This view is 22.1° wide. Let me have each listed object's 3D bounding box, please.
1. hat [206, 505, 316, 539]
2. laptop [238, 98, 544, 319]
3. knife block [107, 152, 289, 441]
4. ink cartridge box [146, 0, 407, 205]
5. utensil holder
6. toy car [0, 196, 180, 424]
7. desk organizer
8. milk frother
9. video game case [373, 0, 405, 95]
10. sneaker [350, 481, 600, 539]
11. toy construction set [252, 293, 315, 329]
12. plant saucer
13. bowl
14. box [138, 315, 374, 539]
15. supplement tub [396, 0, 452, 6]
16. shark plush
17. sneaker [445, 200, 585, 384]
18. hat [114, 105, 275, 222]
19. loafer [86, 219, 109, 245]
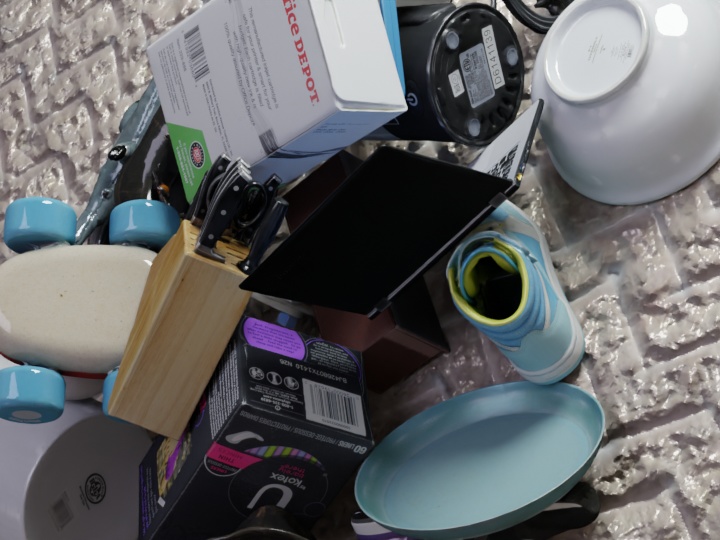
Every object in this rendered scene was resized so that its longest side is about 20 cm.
[{"bbox_3d":[-0.068,0.241,1.463,0.200,0.201,0.081,-27,39,28],"label":"hat"},{"bbox_3d":[0.028,-0.060,1.432,0.187,0.116,0.200,-42,15,36],"label":"laptop"},{"bbox_3d":[-0.122,0.014,1.440,0.176,0.064,0.201,-41,30,60],"label":"knife block"},{"bbox_3d":[-0.070,-0.156,1.490,0.200,0.084,0.146,-27,74,43],"label":"ink cartridge box"},{"bbox_3d":[-0.308,0.179,1.703,0.200,0.170,0.170,16,81,41],"label":"utensil holder"},{"bbox_3d":[-0.233,0.058,1.609,0.176,0.200,0.185,1,69,-4],"label":"toy car"},{"bbox_3d":[0.000,0.000,1.590,0.077,0.072,0.200,-37,51,25],"label":"desk organizer"},{"bbox_3d":[0.061,-0.199,1.581,0.188,0.200,0.181,6,101,45],"label":"milk frother"},{"bbox_3d":[-0.045,-0.197,1.537,0.200,0.018,0.144,-9,87,45],"label":"video game case"},{"bbox_3d":[0.096,0.213,1.425,0.199,0.076,0.088,-11,96,25],"label":"sneaker"},{"bbox_3d":[-0.117,0.072,1.640,0.200,0.092,0.131,-54,31,0],"label":"toy construction set"},{"bbox_3d":[0.093,0.148,1.403,0.200,0.027,0.200,-19,22,8],"label":"plant saucer"},{"bbox_3d":[0.209,-0.160,1.474,0.201,0.090,0.202,-18,60,34],"label":"bowl"},{"bbox_3d":[-0.089,0.152,1.506,0.200,0.122,0.106,-56,27,34],"label":"box"},{"bbox_3d":[0.010,-0.316,1.692,0.122,0.122,0.200,-30,54,26],"label":"supplement tub"},{"bbox_3d":[-0.229,-0.107,1.743,0.091,0.083,0.200,41,74,14],"label":"shark plush"},{"bbox_3d":[0.103,-0.014,1.462,0.079,0.131,0.200,-36,51,9],"label":"sneaker"},{"bbox_3d":[-0.125,-0.077,1.673,0.200,0.081,0.201,-14,64,32],"label":"hat"},{"bbox_3d":[-0.232,-0.053,1.818,0.072,0.073,0.200,-6,57,48],"label":"loafer"}]
